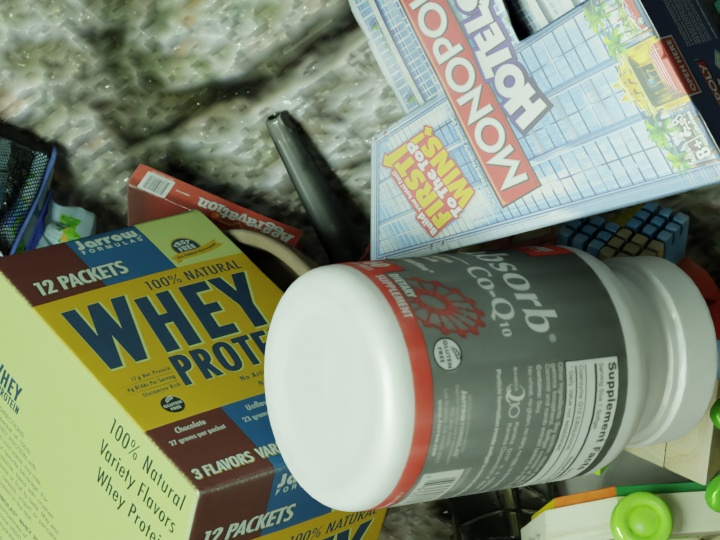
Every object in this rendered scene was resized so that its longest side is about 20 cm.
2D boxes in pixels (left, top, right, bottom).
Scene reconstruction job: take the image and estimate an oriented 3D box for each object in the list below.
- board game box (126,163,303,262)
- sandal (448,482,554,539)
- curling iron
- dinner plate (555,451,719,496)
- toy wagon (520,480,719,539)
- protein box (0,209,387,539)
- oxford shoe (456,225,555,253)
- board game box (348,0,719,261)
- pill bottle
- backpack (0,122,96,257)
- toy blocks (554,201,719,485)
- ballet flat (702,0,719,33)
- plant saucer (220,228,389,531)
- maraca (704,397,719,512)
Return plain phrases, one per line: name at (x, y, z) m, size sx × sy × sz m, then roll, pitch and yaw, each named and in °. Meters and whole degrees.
board game box at (-0.085, 0.027, 1.518) m, size 0.103 × 0.019 × 0.200 m, roll 23°, pitch 144°, yaw 14°
sandal at (0.087, 0.164, 1.592) m, size 0.080 × 0.057 × 0.201 m, roll 4°, pitch 118°, yaw 3°
curling iron at (0.000, 0.000, 1.452) m, size 0.026 × 0.050 × 0.200 m, roll -27°, pitch 105°, yaw -5°
dinner plate at (0.206, 0.128, 1.529) m, size 0.200 × 0.024 × 0.200 m, roll 12°, pitch 137°, yaw 11°
toy wagon at (0.193, 0.144, 1.462) m, size 0.200 × 0.040 × 0.155 m, roll -3°, pitch 166°, yaw -10°
protein box at (-0.101, 0.112, 1.375) m, size 0.199 × 0.135 × 0.200 m, roll 44°, pitch 134°, yaw 35°
oxford shoe at (0.032, 0.028, 1.381) m, size 0.075 × 0.070 × 0.200 m, roll 50°, pitch 126°, yaw 26°
board game box at (0.066, -0.093, 1.255) m, size 0.200 × 0.062 × 0.200 m, roll -31°, pitch 83°, yaw 34°
pill bottle at (0.065, 0.047, 1.264) m, size 0.200 × 0.116 × 0.116 m, roll -6°, pitch 150°, yaw -34°
backpack at (-0.243, 0.026, 1.472) m, size 0.147 × 0.200 × 0.183 m, roll 31°, pitch 135°, yaw -10°
toy blocks at (0.134, 0.021, 1.395) m, size 0.200 × 0.100 × 0.137 m, roll 24°, pitch 135°, yaw 25°
ballet flat at (0.103, -0.105, 1.303) m, size 0.200 × 0.073 × 0.073 m, roll -23°, pitch 122°, yaw 37°
plant saucer at (-0.042, 0.073, 1.422) m, size 0.200 × 0.029 × 0.200 m, roll 23°, pitch 119°, yaw 48°
maraca at (0.269, 0.086, 1.370) m, size 0.200 × 0.107 × 0.137 m, roll -5°, pitch 103°, yaw -22°
